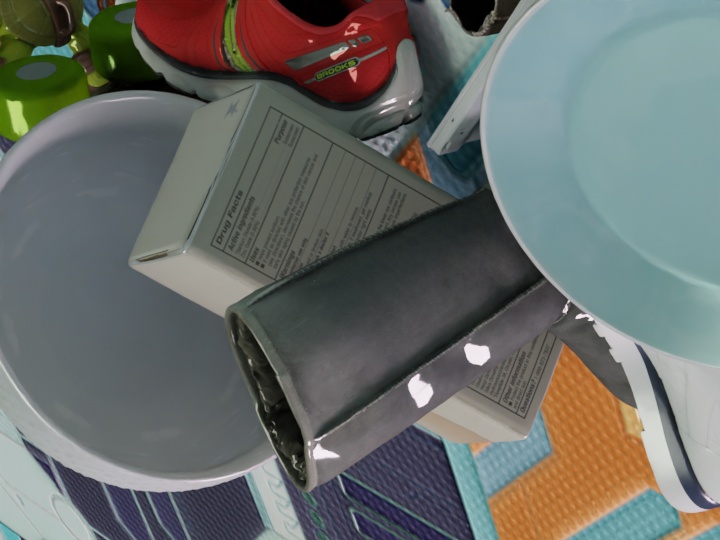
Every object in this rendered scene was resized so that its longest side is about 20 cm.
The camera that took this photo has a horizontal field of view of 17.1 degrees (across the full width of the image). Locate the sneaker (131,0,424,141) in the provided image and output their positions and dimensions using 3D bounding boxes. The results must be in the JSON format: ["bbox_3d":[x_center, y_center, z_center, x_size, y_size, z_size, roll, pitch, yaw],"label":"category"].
[{"bbox_3d":[-0.040,-0.127,1.203,0.200,0.077,0.085,20,122,42],"label":"sneaker"}]

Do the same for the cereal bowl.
[{"bbox_3d":[-0.109,0.016,1.199,0.200,0.200,0.083,53,151,-3],"label":"cereal bowl"}]

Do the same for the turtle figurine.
[{"bbox_3d":[-0.188,-0.136,1.354,0.064,0.161,0.200,-10,121,43],"label":"turtle figurine"}]

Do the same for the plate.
[{"bbox_3d":[0.144,-0.044,0.958,0.199,0.026,0.201,14,131,17],"label":"plate"}]

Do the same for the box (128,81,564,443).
[{"bbox_3d":[0.000,0.000,1.156,0.200,0.095,0.078,31,162,-20],"label":"box"}]

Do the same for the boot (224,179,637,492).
[{"bbox_3d":[0.051,0.039,1.087,0.072,0.200,0.182,8,131,55],"label":"boot"}]

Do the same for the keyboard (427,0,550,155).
[{"bbox_3d":[0.077,-0.094,1.025,0.011,0.056,0.200,66,162,12],"label":"keyboard"}]

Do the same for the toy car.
[{"bbox_3d":[-0.084,-0.037,1.306,0.200,0.158,0.165,15,126,34],"label":"toy car"}]

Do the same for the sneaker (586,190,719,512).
[{"bbox_3d":[0.155,0.021,1.057,0.080,0.076,0.200,-1,126,42],"label":"sneaker"}]

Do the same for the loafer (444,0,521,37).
[{"bbox_3d":[0.042,-0.178,0.962,0.073,0.071,0.200,16,138,52],"label":"loafer"}]
